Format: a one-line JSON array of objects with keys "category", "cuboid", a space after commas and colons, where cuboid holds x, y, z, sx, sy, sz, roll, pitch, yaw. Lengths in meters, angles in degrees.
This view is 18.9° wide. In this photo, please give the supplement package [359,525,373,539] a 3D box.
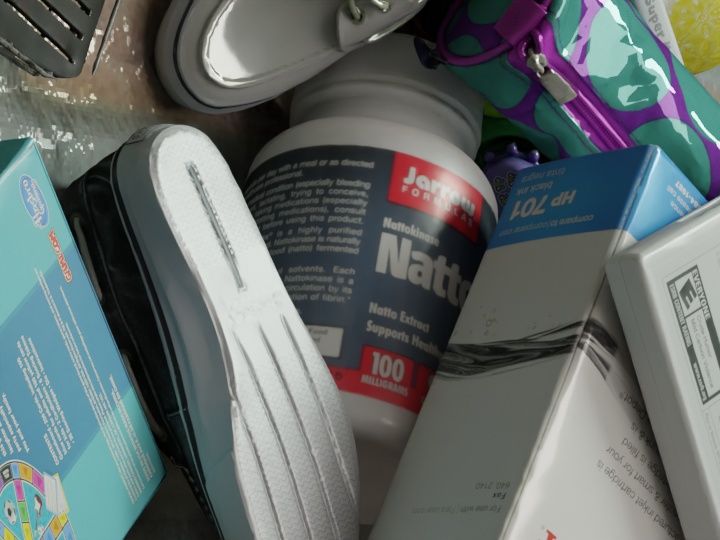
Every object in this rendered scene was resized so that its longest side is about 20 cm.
[{"category": "supplement package", "cuboid": [0.087, 0.143, 1.082, 0.200, 0.151, 0.152, -1, 85, -63]}]

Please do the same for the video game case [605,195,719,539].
[{"category": "video game case", "cuboid": [0.187, 0.061, 0.917, 0.181, 0.023, 0.202, -26, 102, -44]}]

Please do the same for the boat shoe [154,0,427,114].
[{"category": "boat shoe", "cuboid": [-0.002, -0.139, 0.945, 0.200, 0.067, 0.074, -41, 113, -16]}]

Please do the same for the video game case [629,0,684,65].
[{"category": "video game case", "cuboid": [0.110, -0.145, 1.087, 0.018, 0.143, 0.201, -35, 131, -9]}]

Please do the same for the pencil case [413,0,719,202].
[{"category": "pencil case", "cuboid": [0.119, -0.063, 0.986, 0.200, 0.085, 0.093, 43, 24, -26]}]

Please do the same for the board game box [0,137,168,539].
[{"category": "board game box", "cuboid": [-0.149, 0.071, 0.741, 0.200, 0.047, 0.152, -57, 136, -50]}]

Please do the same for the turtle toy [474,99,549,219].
[{"category": "turtle toy", "cuboid": [0.077, -0.062, 1.100, 0.146, 0.100, 0.201, 56, -32, 39]}]

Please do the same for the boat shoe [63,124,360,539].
[{"category": "boat shoe", "cuboid": [-0.060, 0.043, 0.863, 0.072, 0.071, 0.202, -13, 83, -49]}]

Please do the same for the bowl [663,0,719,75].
[{"category": "bowl", "cuboid": [0.144, -0.185, 1.204, 0.108, 0.199, 0.202, -47, 127, -54]}]

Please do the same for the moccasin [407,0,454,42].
[{"category": "moccasin", "cuboid": [0.045, -0.218, 1.160, 0.078, 0.073, 0.203, 6, 90, -71]}]

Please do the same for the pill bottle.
[{"category": "pill bottle", "cuboid": [0.000, 0.000, 0.973, 0.120, 0.119, 0.202, 47, 45, -51]}]

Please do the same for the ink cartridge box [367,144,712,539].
[{"category": "ink cartridge box", "cuboid": [0.103, 0.073, 0.906, 0.146, 0.085, 0.201, 43, 59, -32]}]

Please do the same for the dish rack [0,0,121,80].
[{"category": "dish rack", "cuboid": [-0.098, -0.176, 0.791, 0.153, 0.054, 0.202, 43, 60, -57]}]
